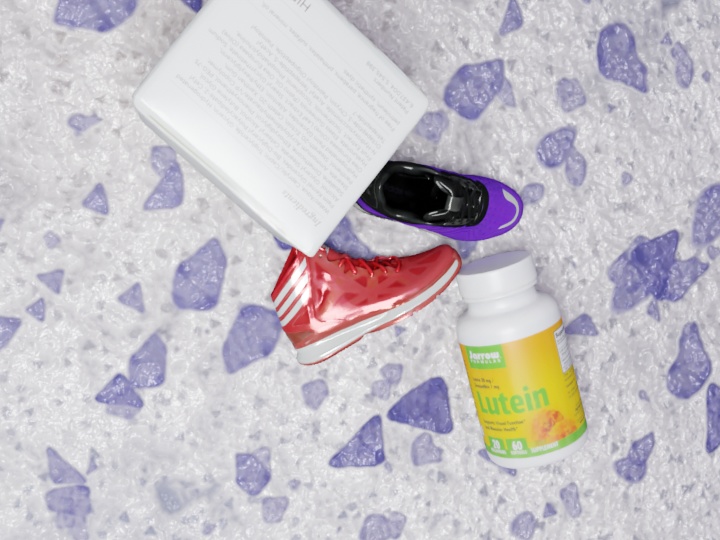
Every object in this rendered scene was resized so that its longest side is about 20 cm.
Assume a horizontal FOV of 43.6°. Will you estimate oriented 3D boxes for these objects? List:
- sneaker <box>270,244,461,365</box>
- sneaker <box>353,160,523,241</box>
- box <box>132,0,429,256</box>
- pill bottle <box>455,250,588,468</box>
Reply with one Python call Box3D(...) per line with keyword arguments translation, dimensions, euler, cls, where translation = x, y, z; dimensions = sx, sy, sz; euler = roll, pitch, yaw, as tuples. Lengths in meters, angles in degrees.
Box3D(translation=(0.000, 0.000, 0.907), dimensions=(0.198, 0.078, 0.117), euler=(-31, 102, -9), cls="sneaker")
Box3D(translation=(0.086, -0.067, 0.905), dimensions=(0.196, 0.099, 0.071), euler=(8, 94, -19), cls="sneaker")
Box3D(translation=(-0.079, -0.145, 0.812), dimensions=(0.199, 0.199, 0.172), euler=(41, 86, -13), cls="box")
Box3D(translation=(0.161, 0.089, 0.934), dimensions=(0.109, 0.111, 0.204), euler=(-17, 99, -10), cls="pill bottle")
